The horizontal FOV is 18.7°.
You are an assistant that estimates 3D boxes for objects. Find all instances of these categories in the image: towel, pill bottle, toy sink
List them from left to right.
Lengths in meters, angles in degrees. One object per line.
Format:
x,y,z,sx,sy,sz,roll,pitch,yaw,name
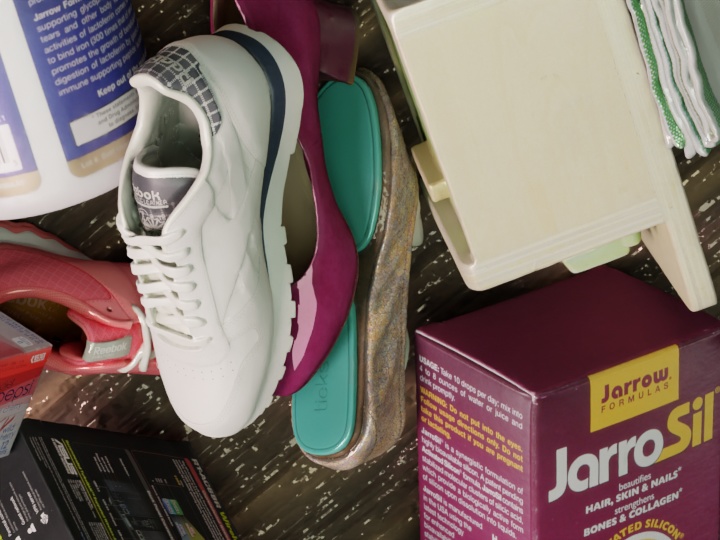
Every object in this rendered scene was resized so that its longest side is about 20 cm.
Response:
-0.168,-0.134,1.000,0.116,0.116,0.200,-15,114,-1,pill bottle
0.079,-0.070,1.056,0.112,0.130,0.200,-21,115,1,toy sink
0.186,-0.163,1.017,0.200,0.031,0.149,-42,123,-38,towel

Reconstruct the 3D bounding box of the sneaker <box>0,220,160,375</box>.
-0.117,0.030,1.093,0.200,0.087,0.074,7,112,-11,sneaker

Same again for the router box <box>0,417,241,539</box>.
-0.104,0.172,1.067,0.062,0.200,0.150,-40,153,20,router box

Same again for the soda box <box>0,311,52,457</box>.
-0.247,0.017,1.024,0.200,0.070,0.063,31,109,19,soda box

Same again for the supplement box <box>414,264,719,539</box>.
0.109,0.117,1.130,0.131,0.103,0.200,-18,118,-30,supplement box

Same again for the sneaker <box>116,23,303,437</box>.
-0.079,-0.011,1.003,0.076,0.080,0.200,13,114,29,sneaker

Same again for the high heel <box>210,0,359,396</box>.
-0.050,-0.041,1.041,0.096,0.067,0.200,9,82,-53,high heel

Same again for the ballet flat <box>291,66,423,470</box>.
0.000,0.000,1.102,0.067,0.068,0.200,8,87,-53,ballet flat
